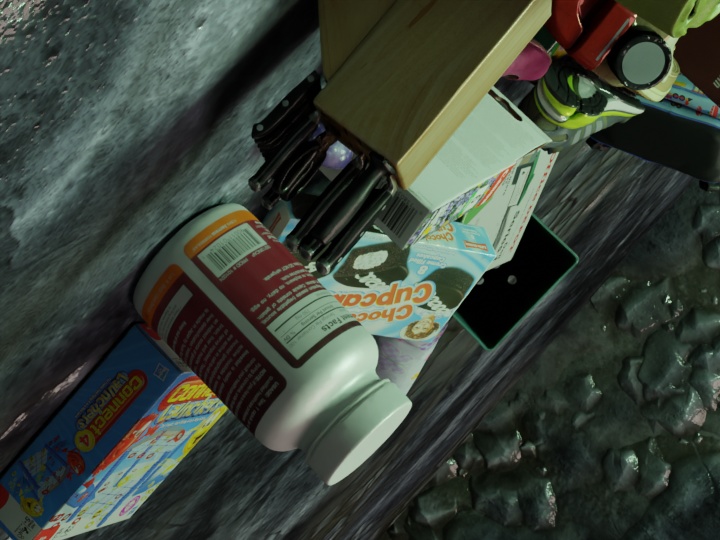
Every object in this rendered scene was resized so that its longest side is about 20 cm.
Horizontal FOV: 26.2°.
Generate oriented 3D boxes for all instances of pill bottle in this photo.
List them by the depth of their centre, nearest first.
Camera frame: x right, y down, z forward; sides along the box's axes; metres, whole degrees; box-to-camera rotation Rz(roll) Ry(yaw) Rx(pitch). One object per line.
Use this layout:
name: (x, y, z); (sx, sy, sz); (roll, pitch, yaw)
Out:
pill bottle: (-0.062, 0.056, 1.124); (0.113, 0.200, 0.113); (-42, 167, -12)

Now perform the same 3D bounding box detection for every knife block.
knife block: (0.029, -0.093, 0.969); (0.199, 0.177, 0.064); (-6, 169, 5)

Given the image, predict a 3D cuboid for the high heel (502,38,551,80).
high heel: (0.089, -0.158, 1.218); (0.096, 0.067, 0.200); (-57, 161, 8)

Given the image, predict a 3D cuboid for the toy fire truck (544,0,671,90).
toy fire truck: (0.186, -0.253, 1.166); (0.176, 0.200, 0.129); (-51, -157, 18)

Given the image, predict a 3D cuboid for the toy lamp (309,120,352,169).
toy lamp: (0.024, -0.158, 1.061); (0.200, 0.058, 0.058); (-52, 166, 32)

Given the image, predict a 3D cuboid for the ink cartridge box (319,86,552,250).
ink cartridge box: (0.060, -0.097, 1.241); (0.200, 0.109, 0.050); (-30, 160, -50)

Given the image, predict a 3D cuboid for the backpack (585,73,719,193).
backpack: (0.372, -0.210, 1.755); (0.200, 0.182, 0.135); (-53, 158, -40)

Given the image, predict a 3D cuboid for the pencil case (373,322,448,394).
pencil case: (0.035, 0.090, 1.808); (0.083, 0.090, 0.200); (-58, 178, -35)

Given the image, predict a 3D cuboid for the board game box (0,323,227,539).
board game box: (-0.190, 0.131, 1.283); (0.196, 0.056, 0.200); (-48, 167, 11)

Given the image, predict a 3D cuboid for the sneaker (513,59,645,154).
sneaker: (0.190, -0.148, 1.395); (0.081, 0.074, 0.200); (-39, 166, 30)

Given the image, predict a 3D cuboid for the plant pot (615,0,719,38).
plant pot: (0.161, -0.245, 0.921); (0.200, 0.190, 0.200); (-42, 166, -13)

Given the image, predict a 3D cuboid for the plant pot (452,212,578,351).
plant pot: (0.151, -0.011, 1.762); (0.141, 0.141, 0.200); (-46, 175, 5)

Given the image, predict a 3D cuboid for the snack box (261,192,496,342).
snack box: (0.000, 0.000, 1.282); (0.199, 0.037, 0.116); (9, 134, -30)

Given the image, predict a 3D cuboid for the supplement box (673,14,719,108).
supplement box: (0.370, -0.279, 1.457); (0.133, 0.200, 0.198); (-26, 157, -55)

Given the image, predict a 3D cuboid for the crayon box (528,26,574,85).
crayon box: (0.205, -0.251, 1.360); (0.200, 0.052, 0.126); (-49, 167, 12)

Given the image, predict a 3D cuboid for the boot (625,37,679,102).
boot: (0.274, -0.231, 1.352); (0.155, 0.072, 0.200); (-49, 159, 18)

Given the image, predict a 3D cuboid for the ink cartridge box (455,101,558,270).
ink cartridge box: (0.099, -0.072, 1.436); (0.200, 0.084, 0.147); (-21, 138, -60)
